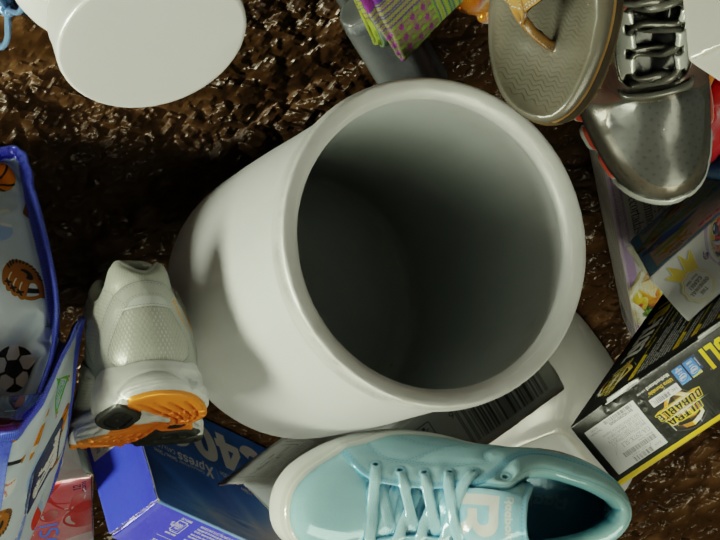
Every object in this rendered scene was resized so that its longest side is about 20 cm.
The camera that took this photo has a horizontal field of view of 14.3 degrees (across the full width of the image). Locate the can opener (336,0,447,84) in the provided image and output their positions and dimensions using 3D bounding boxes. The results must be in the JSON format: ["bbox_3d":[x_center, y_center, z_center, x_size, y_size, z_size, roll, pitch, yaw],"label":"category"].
[{"bbox_3d":[0.020,-0.146,1.497,0.067,0.054,0.200,-24,143,9],"label":"can opener"}]

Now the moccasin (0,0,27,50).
[{"bbox_3d":[-0.151,-0.152,1.385,0.199,0.069,0.080,-13,174,-5],"label":"moccasin"}]

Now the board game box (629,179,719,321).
[{"bbox_3d":[0.241,-0.060,1.607,0.200,0.134,0.034,-42,96,7],"label":"board game box"}]

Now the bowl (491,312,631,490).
[{"bbox_3d":[0.081,0.124,1.836,0.199,0.075,0.200,-24,146,8],"label":"bowl"}]

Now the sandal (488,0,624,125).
[{"bbox_3d":[0.095,-0.172,1.420,0.054,0.082,0.201,-8,119,-44],"label":"sandal"}]

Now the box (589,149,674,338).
[{"bbox_3d":[0.170,-0.021,1.726,0.038,0.042,0.200,-20,142,-2],"label":"box"}]

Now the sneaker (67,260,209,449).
[{"bbox_3d":[-0.120,0.045,1.547,0.075,0.093,0.200,-3,169,-13],"label":"sneaker"}]

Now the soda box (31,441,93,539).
[{"bbox_3d":[-0.204,0.167,1.781,0.070,0.064,0.201,-10,141,-12],"label":"soda box"}]

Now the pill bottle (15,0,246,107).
[{"bbox_3d":[-0.114,-0.174,1.284,0.112,0.201,0.112,-12,143,-9],"label":"pill bottle"}]

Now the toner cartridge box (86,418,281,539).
[{"bbox_3d":[-0.085,0.146,1.781,0.043,0.095,0.200,-36,140,22],"label":"toner cartridge box"}]

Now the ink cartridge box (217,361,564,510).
[{"bbox_3d":[0.013,0.098,1.668,0.162,0.050,0.200,-35,-175,-17],"label":"ink cartridge box"}]

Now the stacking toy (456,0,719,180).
[{"bbox_3d":[0.134,-0.128,1.544,0.199,0.116,0.110,19,88,-17],"label":"stacking toy"}]

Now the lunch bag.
[{"bbox_3d":[-0.216,0.060,1.531,0.123,0.201,0.170,-3,139,-18],"label":"lunch bag"}]

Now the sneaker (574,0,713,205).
[{"bbox_3d":[0.140,-0.129,1.460,0.077,0.082,0.201,-12,98,-3],"label":"sneaker"}]

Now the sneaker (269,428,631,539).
[{"bbox_3d":[0.054,0.122,1.533,0.199,0.074,0.082,-3,-179,-21],"label":"sneaker"}]

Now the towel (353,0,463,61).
[{"bbox_3d":[0.028,-0.209,1.406,0.144,0.023,0.200,-46,143,-10],"label":"towel"}]

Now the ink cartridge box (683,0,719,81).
[{"bbox_3d":[0.241,-0.189,1.436,0.125,0.201,0.128,-23,147,35],"label":"ink cartridge box"}]

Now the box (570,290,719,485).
[{"bbox_3d":[0.217,0.018,1.604,0.049,0.200,0.160,46,127,-4],"label":"box"}]

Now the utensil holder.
[{"bbox_3d":[0.000,0.000,1.521,0.169,0.171,0.200,1,171,-23],"label":"utensil holder"}]
